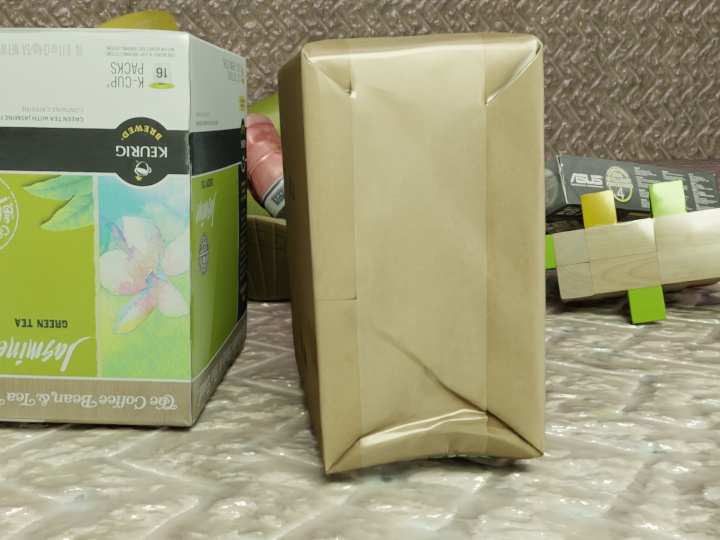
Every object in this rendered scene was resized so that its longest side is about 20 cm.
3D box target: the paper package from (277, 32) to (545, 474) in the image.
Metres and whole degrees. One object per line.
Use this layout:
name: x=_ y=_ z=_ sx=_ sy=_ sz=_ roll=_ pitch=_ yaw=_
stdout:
paper package: x=0.017 y=-0.018 z=0.504 sx=0.102 sy=0.193 sz=0.200 roll=-4 pitch=9 yaw=-8

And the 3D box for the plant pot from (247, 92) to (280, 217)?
plant pot: x=-0.148 y=-0.111 z=1.242 sx=0.198 sy=0.189 sz=0.187 roll=-20 pitch=16 yaw=-21

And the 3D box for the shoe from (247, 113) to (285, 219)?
shoe: x=-0.073 y=-0.088 z=0.950 sx=0.071 sy=0.091 sz=0.200 roll=-40 pitch=-9 yaw=2

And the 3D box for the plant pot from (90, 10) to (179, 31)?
plant pot: x=-0.239 y=-0.112 z=0.880 sx=0.198 sy=0.202 sz=0.176 roll=-22 pitch=4 yaw=4

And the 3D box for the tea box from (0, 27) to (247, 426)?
tea box: x=-0.142 y=-0.032 z=0.581 sx=0.132 sy=0.200 sz=0.200 roll=0 pitch=8 yaw=1

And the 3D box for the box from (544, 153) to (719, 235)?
box: x=0.197 y=-0.045 z=0.891 sx=0.198 sy=0.050 sz=0.161 roll=1 pitch=-16 yaw=-32

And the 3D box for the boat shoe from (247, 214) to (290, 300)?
boat shoe: x=-0.106 y=-0.014 z=0.885 sx=0.198 sy=0.074 sz=0.063 roll=-4 pitch=11 yaw=29

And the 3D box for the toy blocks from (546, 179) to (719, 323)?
toy blocks: x=0.234 y=-0.009 z=0.803 sx=0.197 sy=0.101 sz=0.137 roll=-8 pitch=-6 yaw=12
